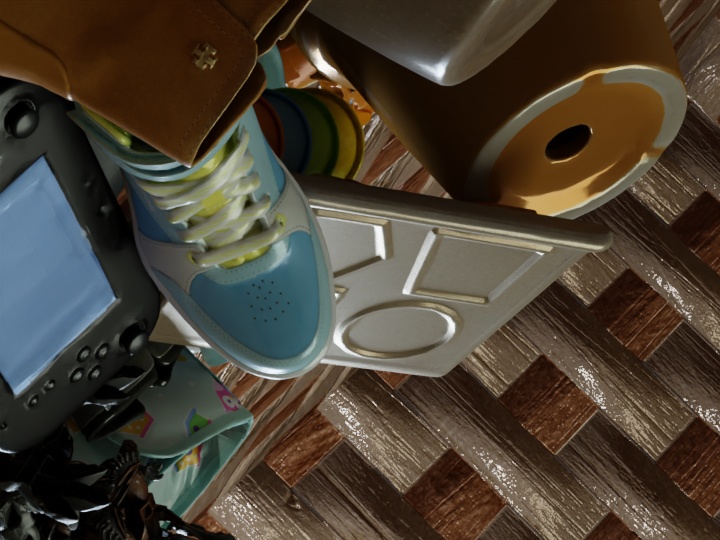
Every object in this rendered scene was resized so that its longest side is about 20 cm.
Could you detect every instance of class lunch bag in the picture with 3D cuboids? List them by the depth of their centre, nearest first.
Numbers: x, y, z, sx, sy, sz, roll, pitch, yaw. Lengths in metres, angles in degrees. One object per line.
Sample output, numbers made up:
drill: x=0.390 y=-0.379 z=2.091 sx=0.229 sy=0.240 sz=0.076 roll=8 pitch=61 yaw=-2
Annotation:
lunch bag: x=-0.179 y=0.090 z=1.194 sx=0.200 sy=0.170 sz=0.122 roll=-43 pitch=163 yaw=-21

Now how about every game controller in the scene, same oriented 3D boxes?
game controller: x=-0.144 y=0.000 z=0.905 sx=0.105 sy=0.042 sz=0.201 roll=-52 pitch=151 yaw=-21

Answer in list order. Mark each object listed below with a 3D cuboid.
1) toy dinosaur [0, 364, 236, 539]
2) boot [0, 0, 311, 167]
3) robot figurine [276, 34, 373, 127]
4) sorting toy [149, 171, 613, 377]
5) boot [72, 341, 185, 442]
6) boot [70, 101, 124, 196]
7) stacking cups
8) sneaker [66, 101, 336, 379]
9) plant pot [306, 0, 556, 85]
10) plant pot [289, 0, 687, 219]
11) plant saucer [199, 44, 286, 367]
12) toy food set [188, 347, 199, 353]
toy dinosaur: x=-0.157 y=0.118 z=1.052 sx=0.198 sy=0.103 sz=0.136 roll=-1 pitch=140 yaw=-20
boot: x=-0.112 y=-0.081 z=0.734 sx=0.201 sy=0.144 sz=0.071 roll=-46 pitch=172 yaw=-1
robot figurine: x=0.030 y=-0.155 z=1.311 sx=0.199 sy=0.059 sz=0.144 roll=-34 pitch=-149 yaw=-29
sorting toy: x=0.000 y=0.000 z=1.076 sx=0.183 sy=0.037 sz=0.200 roll=9 pitch=155 yaw=-26
boot: x=-0.172 y=0.037 z=1.098 sx=0.200 sy=0.131 sz=0.068 roll=-38 pitch=171 yaw=-47
boot: x=-0.145 y=-0.066 z=0.968 sx=0.154 sy=0.073 sz=0.203 roll=-56 pitch=165 yaw=8
stacking cups: x=-0.051 y=-0.057 z=1.039 sx=0.061 sy=0.060 sz=0.200 roll=-48 pitch=172 yaw=14
sneaker: x=-0.067 y=-0.037 z=0.875 sx=0.079 sy=0.201 sz=0.131 roll=-27 pitch=-170 yaw=0
plant pot: x=0.009 y=-0.169 z=0.845 sx=0.200 sy=0.175 sz=0.200 roll=-44 pitch=173 yaw=-7
plant pot: x=0.070 y=-0.129 z=1.103 sx=0.198 sy=0.184 sz=0.201 roll=-19 pitch=149 yaw=-12
plant saucer: x=-0.064 y=-0.046 z=1.204 sx=0.200 sy=0.027 sz=0.202 roll=3 pitch=90 yaw=-85
toy food set: x=-0.110 y=-0.001 z=1.438 sx=0.144 sy=0.060 sz=0.200 roll=-56 pitch=177 yaw=-6
